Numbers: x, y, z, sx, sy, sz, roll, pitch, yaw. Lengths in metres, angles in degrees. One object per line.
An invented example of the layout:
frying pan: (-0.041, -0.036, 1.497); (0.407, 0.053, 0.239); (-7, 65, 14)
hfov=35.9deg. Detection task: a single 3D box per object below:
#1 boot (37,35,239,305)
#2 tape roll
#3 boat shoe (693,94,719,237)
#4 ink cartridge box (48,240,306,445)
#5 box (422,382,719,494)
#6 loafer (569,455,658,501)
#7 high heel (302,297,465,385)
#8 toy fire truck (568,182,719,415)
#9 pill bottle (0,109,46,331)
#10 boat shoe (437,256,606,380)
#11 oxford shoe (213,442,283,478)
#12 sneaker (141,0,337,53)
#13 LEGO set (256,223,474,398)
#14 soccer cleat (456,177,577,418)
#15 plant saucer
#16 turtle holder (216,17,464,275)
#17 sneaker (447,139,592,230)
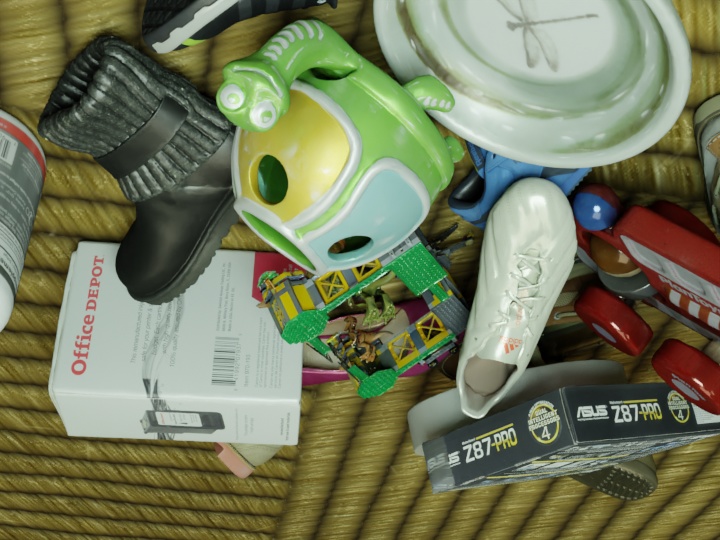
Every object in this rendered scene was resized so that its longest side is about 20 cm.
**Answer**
boot: (-0.170, -0.069, 0.818); (0.157, 0.080, 0.211); (19, 129, -33)
tape roll: (0.141, 0.124, 0.985); (0.201, 0.037, 0.203); (-11, 163, -4)
boat shoe: (0.301, -0.046, 0.849); (0.074, 0.069, 0.200); (-21, 139, 23)
ink cartridge box: (-0.147, 0.061, 0.935); (0.198, 0.146, 0.084); (3, 147, -3)
box: (0.175, 0.134, 0.897); (0.199, 0.050, 0.161); (2, 156, -38)
loafer: (0.213, 0.168, 1.136); (0.199, 0.068, 0.076); (30, 134, -10)
high heel: (-0.002, 0.061, 0.989); (0.199, 0.068, 0.096); (-14, 162, 38)
toy fire truck: (0.224, 0.000, 0.811); (0.112, 0.200, 0.168); (-49, 139, -4)
pill bottle: (-0.299, -0.015, 0.794); (0.115, 0.201, 0.116); (1, 143, 1)
boat shoe: (0.149, 0.056, 0.981); (0.199, 0.074, 0.075); (-31, 132, 34)
oxford shoe: (-0.136, 0.127, 1.103); (0.073, 0.071, 0.200); (-31, 137, 0)
sneaker: (-0.050, -0.178, 0.685); (0.199, 0.072, 0.083); (-25, 138, 30)
LEGO set: (0.000, 0.000, 0.872); (0.153, 0.116, 0.200); (-39, 145, 14)
soccer cleat: (0.112, 0.025, 0.817); (0.069, 0.078, 0.201); (15, 130, 6)
plant saucer: (0.107, -0.147, 0.680); (0.199, 0.050, 0.201); (20, 151, 12)
turtle holder: (-0.016, -0.075, 0.711); (0.140, 0.132, 0.186); (36, 171, 3)
sneaker: (0.124, -0.095, 0.794); (0.078, 0.066, 0.201); (14, 141, -13)
